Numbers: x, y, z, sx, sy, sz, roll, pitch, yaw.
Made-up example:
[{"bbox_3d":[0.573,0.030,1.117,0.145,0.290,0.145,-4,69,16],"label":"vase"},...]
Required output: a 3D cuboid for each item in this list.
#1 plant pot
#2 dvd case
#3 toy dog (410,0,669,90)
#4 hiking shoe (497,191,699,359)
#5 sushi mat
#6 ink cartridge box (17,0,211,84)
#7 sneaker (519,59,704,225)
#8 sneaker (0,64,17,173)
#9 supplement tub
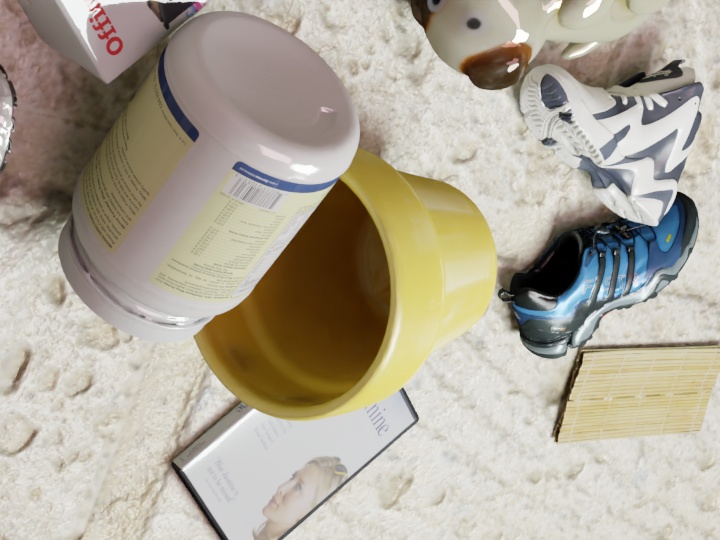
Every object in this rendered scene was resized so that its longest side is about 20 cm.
[{"bbox_3d":[0.000,0.000,1.510,0.189,0.200,0.202,-11,123,-53],"label":"plant pot"},{"bbox_3d":[-0.049,0.140,1.662,0.200,0.018,0.143,-40,133,-14],"label":"dvd case"},{"bbox_3d":[0.134,-0.222,1.535,0.200,0.140,0.194,-27,162,-26],"label":"toy dog"},{"bbox_3d":[0.214,-0.009,1.747,0.200,0.074,0.087,-41,134,-13],"label":"hiking shoe"},{"bbox_3d":[0.265,0.115,1.905,0.199,0.012,0.096,0,116,-38],"label":"sushi mat"},{"bbox_3d":[-0.140,-0.242,1.316,0.200,0.083,0.146,-41,135,-13],"label":"ink cartridge box"},{"bbox_3d":[0.219,-0.141,1.678,0.199,0.079,0.130,40,75,-33],"label":"sneaker"},{"bbox_3d":[-0.283,-0.043,1.335,0.079,0.074,0.201,1,108,-29],"label":"sneaker"},{"bbox_3d":[-0.107,-0.060,1.371,0.145,0.145,0.200,5,137,-40],"label":"supplement tub"}]
